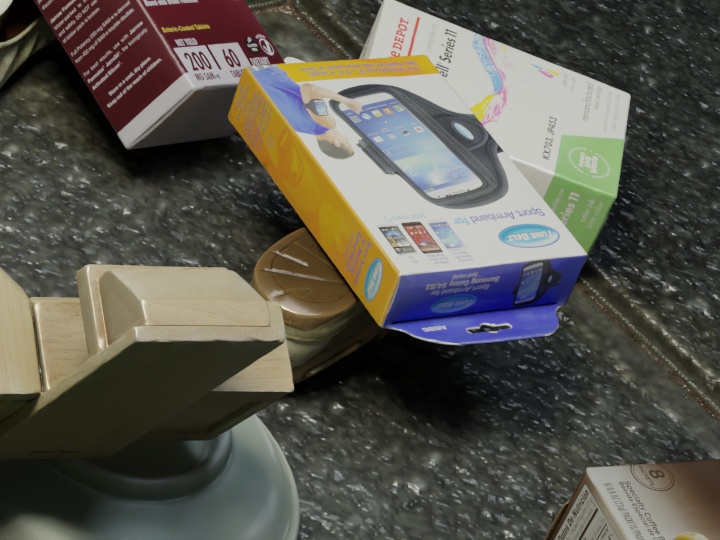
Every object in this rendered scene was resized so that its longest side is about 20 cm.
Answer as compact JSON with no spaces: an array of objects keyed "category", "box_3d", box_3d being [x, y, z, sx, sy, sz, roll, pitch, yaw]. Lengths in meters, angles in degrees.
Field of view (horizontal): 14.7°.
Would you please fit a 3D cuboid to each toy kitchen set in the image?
[{"category":"toy kitchen set","box_3d":[-0.124,-0.028,1.205,0.199,0.163,0.181,2,70,-33]}]

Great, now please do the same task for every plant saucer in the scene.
[{"category":"plant saucer","box_3d":[-0.117,0.081,1.316,0.199,0.050,0.201,16,36,-12]}]

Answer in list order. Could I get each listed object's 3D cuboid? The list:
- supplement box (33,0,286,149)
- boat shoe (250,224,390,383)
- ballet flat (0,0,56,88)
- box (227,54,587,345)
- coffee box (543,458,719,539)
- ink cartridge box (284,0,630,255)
[{"category":"supplement box","box_3d":[-0.133,-0.168,1.550,0.200,0.061,0.109,57,28,11]},{"category":"boat shoe","box_3d":[0.000,0.000,1.476,0.071,0.065,0.200,35,37,20]},{"category":"ballet flat","box_3d":[-0.195,-0.154,1.565,0.067,0.063,0.200,23,35,-2]},{"category":"box","box_3d":[0.028,-0.038,1.449,0.119,0.042,0.200,-7,41,-33]},{"category":"coffee box","box_3d":[0.179,0.187,1.322,0.114,0.080,0.200,0,41,-30]},{"category":"ink cartridge box","box_3d":[0.049,-0.085,1.612,0.199,0.067,0.117,21,36,-5]}]
